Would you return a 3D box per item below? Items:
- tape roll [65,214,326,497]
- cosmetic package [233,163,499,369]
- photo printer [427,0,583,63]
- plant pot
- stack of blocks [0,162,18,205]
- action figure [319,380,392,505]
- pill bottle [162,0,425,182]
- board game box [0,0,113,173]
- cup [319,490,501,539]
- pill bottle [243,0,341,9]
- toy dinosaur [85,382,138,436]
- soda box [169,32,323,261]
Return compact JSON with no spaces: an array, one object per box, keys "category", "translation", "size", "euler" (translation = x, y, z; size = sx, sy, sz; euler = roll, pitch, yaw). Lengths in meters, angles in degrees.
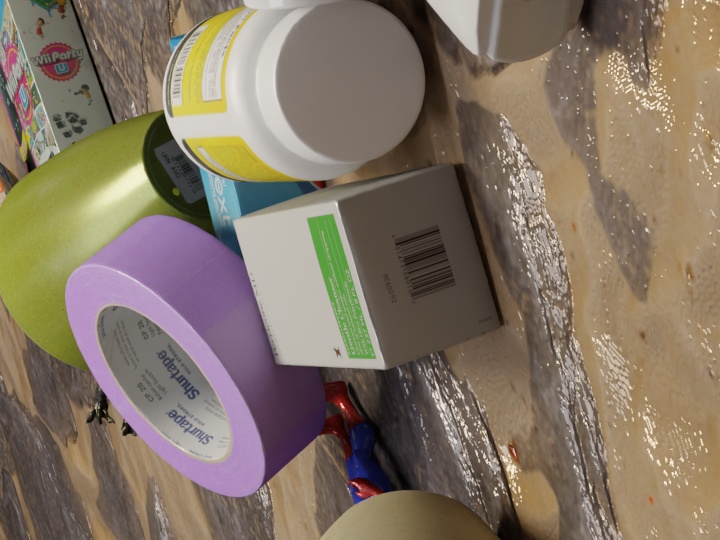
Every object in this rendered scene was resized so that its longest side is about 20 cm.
[{"category":"tape roll","translation":[-0.117,0.061,1.436],"size":[0.200,0.066,0.201],"euler":[35,147,27]},{"category":"cosmetic package","translation":[0.000,0.000,1.274],"size":[0.200,0.085,0.108],"euler":[-9,99,68]},{"category":"photo printer","translation":[0.044,-0.225,1.012],"size":[0.200,0.069,0.167],"euler":[56,153,38]},{"category":"plant pot","translation":[-0.163,-0.040,1.565],"size":[0.200,0.186,0.188],"euler":[-37,70,54]},{"category":"stack of blocks","translation":[-0.319,-0.016,1.986],"size":[0.115,0.058,0.200],"euler":[60,-175,35]},{"category":"action figure","translation":[0.012,0.167,1.423],"size":[0.200,0.051,0.066],"euler":[54,147,38]},{"category":"pill bottle","translation":[-0.042,-0.112,1.257],"size":[0.200,0.114,0.115],"euler":[6,111,68]},{"category":"board game box","translation":[-0.291,-0.158,1.934],"size":[0.201,0.064,0.148],"euler":[69,158,13]},{"category":"cup","translation":[0.030,0.222,1.253],"size":[0.144,0.199,0.201],"euler":[-91,4,-48]},{"category":"pill bottle","translation":[-0.042,-0.254,1.152],"size":[0.113,0.113,0.201],"euler":[-154,52,-63]},{"category":"toy dinosaur","translation":[-0.244,0.116,2.043],"size":[0.200,0.047,0.089],"euler":[-160,71,-66]},{"category":"soda box","translation":[-0.071,-0.073,1.423],"size":[0.064,0.068,0.201],"euler":[7,112,66]}]
